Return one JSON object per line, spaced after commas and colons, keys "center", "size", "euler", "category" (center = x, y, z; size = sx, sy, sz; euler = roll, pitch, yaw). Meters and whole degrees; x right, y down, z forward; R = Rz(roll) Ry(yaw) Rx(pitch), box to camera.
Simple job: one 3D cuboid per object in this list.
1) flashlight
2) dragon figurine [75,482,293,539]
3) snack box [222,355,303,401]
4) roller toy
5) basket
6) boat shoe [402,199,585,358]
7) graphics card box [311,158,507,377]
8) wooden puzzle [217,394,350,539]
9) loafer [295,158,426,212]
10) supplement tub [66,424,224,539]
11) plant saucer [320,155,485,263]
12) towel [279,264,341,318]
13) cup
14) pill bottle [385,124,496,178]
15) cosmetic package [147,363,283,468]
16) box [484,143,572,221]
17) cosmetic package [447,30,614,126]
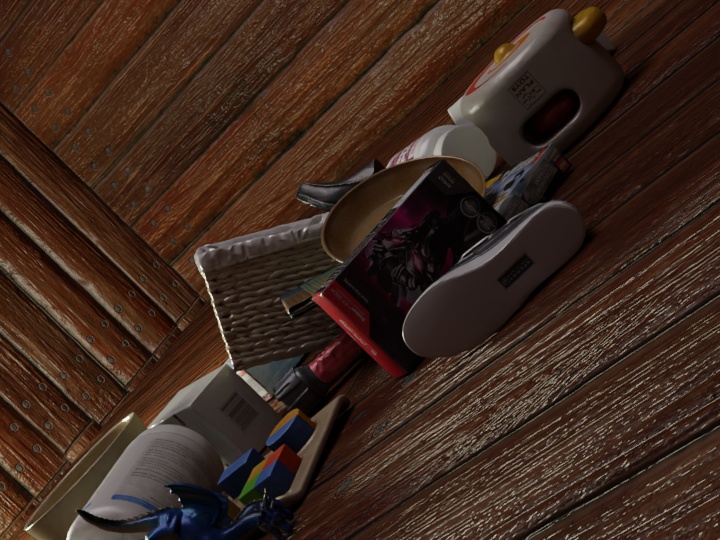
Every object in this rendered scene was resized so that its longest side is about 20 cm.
{"center": [-0.020, 0.088, 1.676], "size": [0.200, 0.068, 0.068], "euler": [-44, 9, 5], "category": "flashlight"}
{"center": [-0.161, 0.233, 1.348], "size": [0.059, 0.199, 0.100], "euler": [49, -119, -78], "category": "dragon figurine"}
{"center": [-0.157, 0.146, 2.118], "size": [0.200, 0.068, 0.169], "euler": [-40, 10, 49], "category": "snack box"}
{"center": [0.221, -0.227, 1.752], "size": [0.183, 0.140, 0.200], "euler": [-50, 9, -27], "category": "roller toy"}
{"center": [-0.102, 0.024, 1.830], "size": [0.199, 0.162, 0.198], "euler": [-14, 5, -6], "category": "basket"}
{"center": [0.121, 0.004, 1.320], "size": [0.200, 0.072, 0.068], "euler": [-42, 10, 5], "category": "boat shoe"}
{"center": [0.061, -0.003, 1.481], "size": [0.200, 0.125, 0.051], "euler": [-47, 6, -15], "category": "graphics card box"}
{"center": [-0.107, 0.222, 1.506], "size": [0.185, 0.046, 0.200], "euler": [-42, 8, 31], "category": "wooden puzzle"}
{"center": [0.017, -0.100, 1.733], "size": [0.073, 0.199, 0.073], "euler": [-6, -78, -71], "category": "loafer"}
{"center": [-0.243, 0.279, 1.628], "size": [0.132, 0.132, 0.200], "euler": [-42, 8, 25], "category": "supplement tub"}
{"center": [0.053, -0.057, 1.611], "size": [0.199, 0.036, 0.201], "euler": [-18, 33, 12], "category": "plant saucer"}
{"center": [0.000, 0.000, 1.670], "size": [0.199, 0.022, 0.147], "euler": [-27, 7, -4], "category": "towel"}
{"center": [-0.309, 0.303, 1.815], "size": [0.200, 0.143, 0.200], "euler": [-45, 8, 8], "category": "cup"}
{"center": [0.114, -0.141, 1.992], "size": [0.112, 0.112, 0.200], "euler": [-48, 7, -20], "category": "pill bottle"}
{"center": [-0.192, 0.202, 1.843], "size": [0.081, 0.113, 0.200], "euler": [-49, 7, -29], "category": "cosmetic package"}
{"center": [0.150, -0.063, 1.647], "size": [0.137, 0.040, 0.200], "euler": [-50, 8, -23], "category": "box"}
{"center": [0.240, -0.268, 1.996], "size": [0.151, 0.052, 0.200], "euler": [-17, -17, -48], "category": "cosmetic package"}
